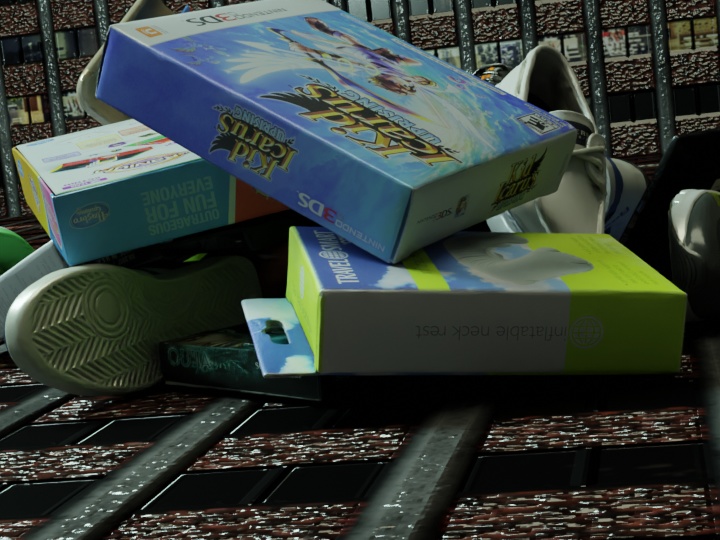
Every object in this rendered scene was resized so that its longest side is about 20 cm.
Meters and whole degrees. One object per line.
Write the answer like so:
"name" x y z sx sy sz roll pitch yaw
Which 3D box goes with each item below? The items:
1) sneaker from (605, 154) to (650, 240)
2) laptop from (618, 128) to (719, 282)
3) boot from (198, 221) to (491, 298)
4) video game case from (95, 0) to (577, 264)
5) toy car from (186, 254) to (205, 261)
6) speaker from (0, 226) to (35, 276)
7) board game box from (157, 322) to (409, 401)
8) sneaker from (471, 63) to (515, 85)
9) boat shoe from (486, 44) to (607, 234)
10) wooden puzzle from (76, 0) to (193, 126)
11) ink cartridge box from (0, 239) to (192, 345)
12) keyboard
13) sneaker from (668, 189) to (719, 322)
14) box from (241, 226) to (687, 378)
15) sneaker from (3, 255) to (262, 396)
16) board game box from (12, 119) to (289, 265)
"sneaker" 0.139 -0.037 1.116 0.115 0.081 0.199 -1 -13 -46
"laptop" 0.181 -0.038 1.002 0.177 0.201 0.103 -13 46 -46
"boot" 0.000 0.000 0.963 0.187 0.069 0.200 -3 -1 -24
"video game case" -0.009 -0.086 0.806 0.199 0.046 0.181 30 30 24
"toy car" -0.163 -0.073 1.226 0.157 0.201 0.164 -4 6 18
"speaker" -0.329 0.006 1.197 0.088 0.089 0.200 -10 7 -35
"board game box" 0.005 0.037 0.838 0.199 0.028 0.135 -11 8 -43
"sneaker" 0.086 -0.111 1.079 0.074 0.080 0.200 -14 -4 32
"boat shoe" 0.118 -0.065 0.898 0.072 0.066 0.201 20 36 -14
"wooden puzzle" -0.113 -0.128 1.177 0.046 0.200 0.186 -40 17 31
"ink cartridge box" -0.171 -0.006 1.016 0.198 0.044 0.200 -27 3 -43
"keyboard" -0.031 -0.043 0.924 0.104 0.040 0.200 -4 8 32
"sneaker" 0.240 -0.016 0.872 0.084 0.075 0.200 -2 7 32
"box" 0.046 0.014 0.739 0.199 0.048 0.122 1 15 -10
"sneaker" -0.142 0.034 0.858 0.084 0.075 0.200 -10 -3 33
"board game box" -0.123 -0.060 0.905 0.152 0.041 0.200 -15 17 -15
